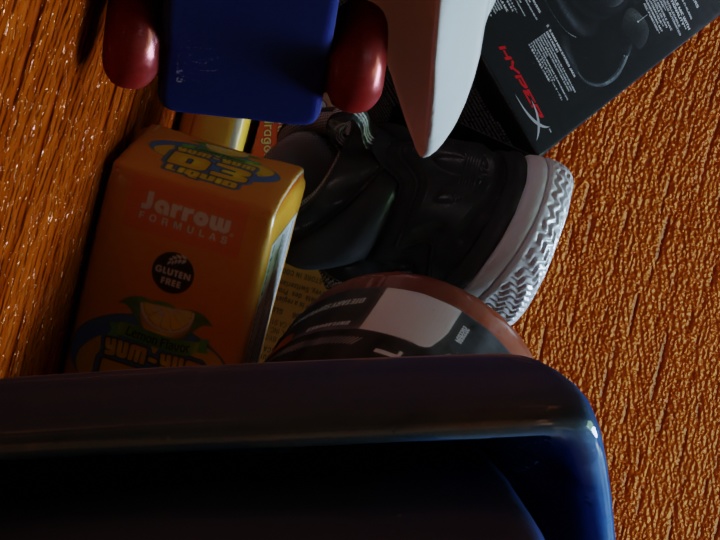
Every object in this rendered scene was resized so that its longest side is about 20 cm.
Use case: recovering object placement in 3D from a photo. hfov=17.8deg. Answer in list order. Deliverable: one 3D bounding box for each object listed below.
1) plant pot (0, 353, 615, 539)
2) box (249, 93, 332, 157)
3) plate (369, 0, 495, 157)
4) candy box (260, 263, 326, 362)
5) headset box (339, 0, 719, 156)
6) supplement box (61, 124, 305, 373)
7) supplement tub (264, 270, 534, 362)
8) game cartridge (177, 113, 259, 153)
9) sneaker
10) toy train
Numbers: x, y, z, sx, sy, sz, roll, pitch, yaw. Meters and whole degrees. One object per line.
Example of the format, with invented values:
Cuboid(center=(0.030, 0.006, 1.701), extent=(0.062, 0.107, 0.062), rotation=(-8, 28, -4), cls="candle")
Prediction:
Cuboid(center=(-0.022, 0.132, 0.563), extent=(0.200, 0.199, 0.180), rotation=(75, 15, -55), cls="plant pot")
Cuboid(center=(-0.001, -0.041, 1.087), extent=(0.200, 0.095, 0.100), rotation=(92, 14, -85), cls="box")
Cuboid(center=(0.013, -0.166, 0.688), extent=(0.200, 0.032, 0.200), rotation=(97, -21, -62), cls="plate")
Cuboid(center=(-0.060, 0.097, 1.025), extent=(0.117, 0.056, 0.201), rotation=(102, 5, -81), cls="candy box")
Cuboid(center=(0.066, -0.139, 0.972), extent=(0.077, 0.149, 0.200), rotation=(-23, -169, 44), cls="headset box")
Cuboid(center=(-0.078, 0.053, 0.849), extent=(0.069, 0.066, 0.201), rotation=(-58, 163, -74), cls="supplement box")
Cuboid(center=(-0.012, 0.090, 0.773), extent=(0.200, 0.107, 0.107), rotation=(-54, 163, -53), cls="supplement tub")
Cuboid(center=(-0.053, -0.095, 1.047), extent=(0.176, 0.032, 0.201), rotation=(-65, 168, -83), cls="game cartridge")
Cuboid(center=(0.000, 0.000, 0.920), extent=(0.200, 0.113, 0.076), rotation=(-56, -169, 53), cls="sneaker")
Cuboid(center=(-0.024, -0.141, 0.650), extent=(0.200, 0.084, 0.116), rotation=(102, -7, -57), cls="toy train")
